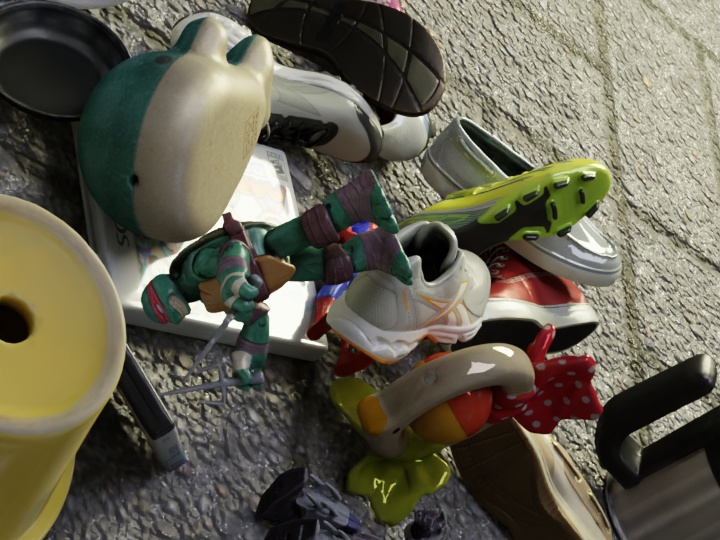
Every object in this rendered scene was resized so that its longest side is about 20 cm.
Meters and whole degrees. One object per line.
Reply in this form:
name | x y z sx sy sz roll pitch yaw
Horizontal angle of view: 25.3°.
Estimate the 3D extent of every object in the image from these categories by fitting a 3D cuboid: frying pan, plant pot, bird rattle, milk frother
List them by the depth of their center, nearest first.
plant pot | -0.219 0.061 0.828 0.199 0.189 0.203 21 52 -30
frying pan | -0.249 -0.166 1.138 0.189 0.031 0.115 32 45 4
bird rattle | 0.074 0.101 1.147 0.163 0.198 0.114 50 23 -69
milk frother | 0.317 0.136 1.402 0.181 0.188 0.200 54 35 -1

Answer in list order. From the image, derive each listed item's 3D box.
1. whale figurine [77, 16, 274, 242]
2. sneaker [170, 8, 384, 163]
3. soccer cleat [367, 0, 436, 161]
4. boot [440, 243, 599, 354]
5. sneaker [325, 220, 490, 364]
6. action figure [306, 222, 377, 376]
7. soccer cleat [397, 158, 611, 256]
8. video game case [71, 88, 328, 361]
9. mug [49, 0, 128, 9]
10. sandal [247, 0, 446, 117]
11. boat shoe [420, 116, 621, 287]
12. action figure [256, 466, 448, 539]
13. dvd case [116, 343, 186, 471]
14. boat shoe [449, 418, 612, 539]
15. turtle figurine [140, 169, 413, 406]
whale figurine | -0.126 -0.105 1.121 0.103 0.161 0.200 14 32 14
sneaker | -0.070 -0.128 1.288 0.199 0.074 0.080 25 54 -26
soccer cleat | 0.004 -0.189 1.415 0.086 0.070 0.202 4 59 -46
boot | 0.109 0.003 1.384 0.199 0.072 0.145 -2 57 -51
sneaker | 0.057 0.004 1.177 0.075 0.092 0.200 36 25 16
action figure | 0.000 0.000 1.258 0.066 0.051 0.201 48 25 -22
soccer cleat | 0.109 -0.052 1.327 0.084 0.199 0.065 -111 175 -50
video game case | -0.118 -0.032 1.184 0.199 0.024 0.184 15 51 -42
mug | -0.211 -0.313 1.215 0.187 0.149 0.154 45 28 -23
sandal | -0.009 -0.186 1.355 0.199 0.082 0.055 25 -15 25
boat shoe | 0.148 -0.061 1.379 0.200 0.072 0.070 33 31 -1
action figure | 0.019 0.213 1.102 0.199 0.069 0.131 36 34 -28
dvd case | -0.150 0.049 0.967 0.017 0.200 0.143 -32 82 -10
boat shoe | 0.136 0.165 1.278 0.201 0.073 0.069 58 32 -10
turtle figurine | -0.069 0.010 1.043 0.150 0.198 0.101 71 -6 -73
